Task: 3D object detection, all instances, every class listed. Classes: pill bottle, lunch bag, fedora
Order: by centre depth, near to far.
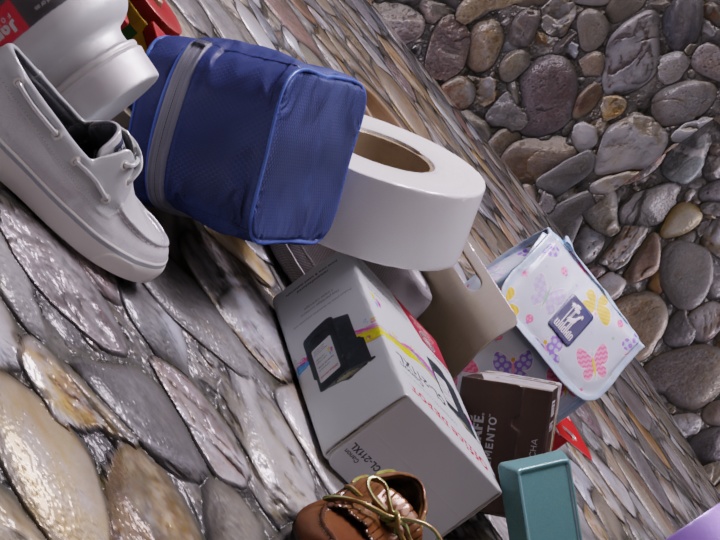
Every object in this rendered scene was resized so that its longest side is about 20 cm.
[{"bbox_3d":[-0.223,-0.185,1.109,0.201,0.110,0.111,53,11,-2],"label":"pill bottle"},{"bbox_3d":[-0.090,-0.100,1.261,0.131,0.137,0.200,18,5,18],"label":"lunch bag"},{"bbox_3d":[0.000,0.000,1.548,0.200,0.090,0.177,52,11,-14],"label":"fedora"},{"bbox_3d":[0.173,0.074,1.777,0.170,0.199,0.127,52,10,-11],"label":"lunch bag"}]

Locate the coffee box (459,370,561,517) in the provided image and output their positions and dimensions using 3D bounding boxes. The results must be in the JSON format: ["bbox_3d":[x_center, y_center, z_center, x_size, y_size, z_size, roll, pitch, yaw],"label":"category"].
[{"bbox_3d":[0.129,0.151,1.491,0.200,0.079,0.114,18,81,-81],"label":"coffee box"}]

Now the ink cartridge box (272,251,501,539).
[{"bbox_3d":[0.020,0.100,1.347,0.146,0.083,0.201,47,12,-36],"label":"ink cartridge box"}]

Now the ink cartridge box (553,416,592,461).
[{"bbox_3d":[0.179,0.142,1.942,0.116,0.067,0.201,39,19,-53],"label":"ink cartridge box"}]

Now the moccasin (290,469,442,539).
[{"bbox_3d":[0.009,0.169,1.097,0.074,0.078,0.201,56,11,9],"label":"moccasin"}]

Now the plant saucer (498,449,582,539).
[{"bbox_3d":[0.153,0.246,1.323,0.069,0.019,0.202,-7,88,-36],"label":"plant saucer"}]

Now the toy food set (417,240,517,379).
[{"bbox_3d":[0.076,0.032,1.645,0.144,0.060,0.200,57,-25,12],"label":"toy food set"}]

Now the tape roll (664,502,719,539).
[{"bbox_3d":[0.332,0.313,1.725,0.085,0.199,0.200,56,11,14],"label":"tape roll"}]

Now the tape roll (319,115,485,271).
[{"bbox_3d":[0.004,-0.074,1.433,0.201,0.071,0.203,18,17,-6],"label":"tape roll"}]

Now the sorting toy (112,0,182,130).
[{"bbox_3d":[-0.212,-0.211,1.345,0.200,0.069,0.199,46,13,-37],"label":"sorting toy"}]

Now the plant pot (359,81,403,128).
[{"bbox_3d":[0.020,-0.117,1.996,0.201,0.092,0.201,50,12,-15],"label":"plant pot"}]

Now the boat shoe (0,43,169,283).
[{"bbox_3d":[-0.175,-0.068,1.060,0.200,0.068,0.072,47,13,-35],"label":"boat shoe"}]
